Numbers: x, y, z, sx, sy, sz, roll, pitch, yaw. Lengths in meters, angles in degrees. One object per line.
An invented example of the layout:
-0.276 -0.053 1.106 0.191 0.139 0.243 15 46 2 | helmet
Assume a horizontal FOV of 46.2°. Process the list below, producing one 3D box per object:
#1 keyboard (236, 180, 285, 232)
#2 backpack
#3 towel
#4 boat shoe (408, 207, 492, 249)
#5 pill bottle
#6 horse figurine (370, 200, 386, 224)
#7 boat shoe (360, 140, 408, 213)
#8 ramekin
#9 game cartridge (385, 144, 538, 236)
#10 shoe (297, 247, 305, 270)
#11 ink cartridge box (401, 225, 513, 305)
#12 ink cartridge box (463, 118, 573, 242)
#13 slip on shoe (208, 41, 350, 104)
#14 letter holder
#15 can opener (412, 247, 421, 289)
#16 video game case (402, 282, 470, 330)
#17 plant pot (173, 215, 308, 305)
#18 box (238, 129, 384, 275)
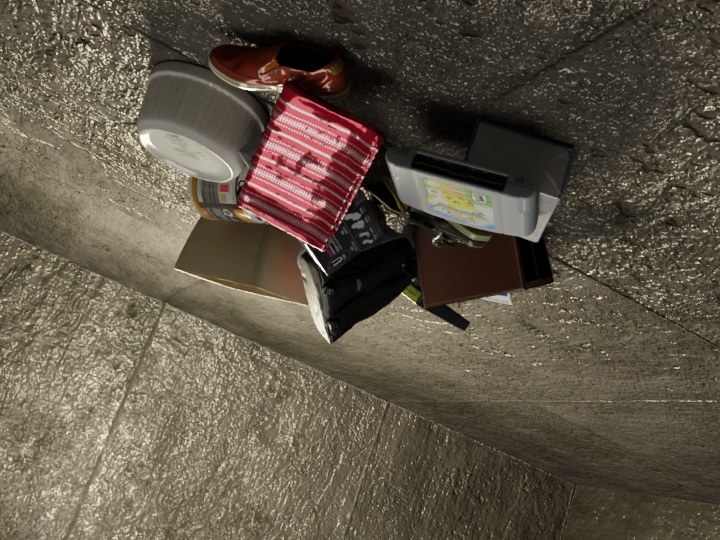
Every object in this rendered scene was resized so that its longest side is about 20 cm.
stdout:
-0.141 -0.082 1.343 0.104 0.040 0.200 51 -170 21 | keyboard
0.000 0.000 1.399 0.154 0.198 0.165 44 150 54 | backpack
-0.069 -0.131 1.099 0.143 0.023 0.201 28 123 -1 | towel
0.133 -0.067 1.288 0.071 0.067 0.201 8 -161 -29 | boat shoe
-0.200 -0.143 1.482 0.198 0.118 0.116 7 159 40 | pill bottle
-0.014 -0.086 1.472 0.132 0.050 0.199 -39 152 28 | horse figurine
0.013 -0.157 1.267 0.199 0.069 0.072 31 161 -32 | boat shoe
-0.253 -0.222 1.314 0.198 0.106 0.200 19 164 6 | ramekin
0.134 -0.100 1.103 0.198 0.041 0.133 17 167 18 | game cartridge
-0.036 0.007 1.562 0.198 0.072 0.091 26 -177 -20 | shoe
0.187 -0.007 1.584 0.195 0.048 0.200 12 163 21 | ink cartridge box
0.203 -0.113 1.165 0.135 0.077 0.200 20 162 8 | ink cartridge box
-0.106 -0.266 1.083 0.197 0.074 0.062 16 141 18 | slip on shoe
0.198 -0.027 1.397 0.198 0.144 0.100 -13 177 41 | letter holder
0.129 0.013 1.536 0.063 0.080 0.200 1 163 29 | can opener
0.097 0.034 1.585 0.180 0.026 0.199 37 -175 36 | video game case
-0.207 -0.052 1.633 0.197 0.180 0.199 11 174 28 | plant pot
-0.075 -0.116 1.261 0.201 0.114 0.132 52 178 26 | box
